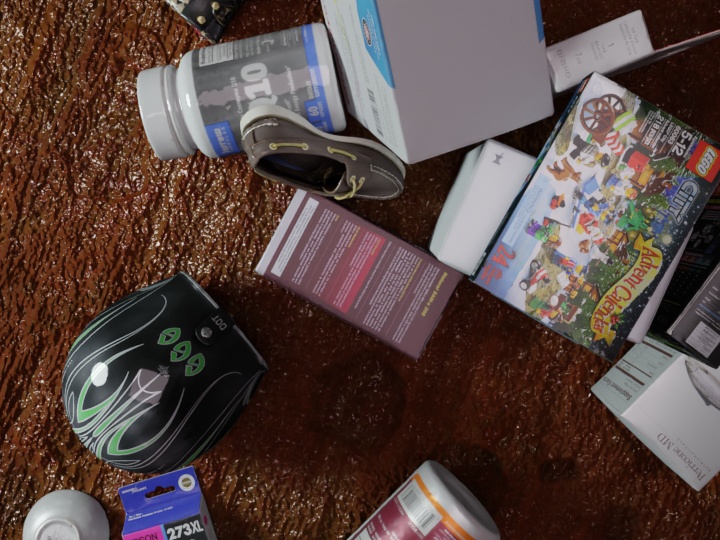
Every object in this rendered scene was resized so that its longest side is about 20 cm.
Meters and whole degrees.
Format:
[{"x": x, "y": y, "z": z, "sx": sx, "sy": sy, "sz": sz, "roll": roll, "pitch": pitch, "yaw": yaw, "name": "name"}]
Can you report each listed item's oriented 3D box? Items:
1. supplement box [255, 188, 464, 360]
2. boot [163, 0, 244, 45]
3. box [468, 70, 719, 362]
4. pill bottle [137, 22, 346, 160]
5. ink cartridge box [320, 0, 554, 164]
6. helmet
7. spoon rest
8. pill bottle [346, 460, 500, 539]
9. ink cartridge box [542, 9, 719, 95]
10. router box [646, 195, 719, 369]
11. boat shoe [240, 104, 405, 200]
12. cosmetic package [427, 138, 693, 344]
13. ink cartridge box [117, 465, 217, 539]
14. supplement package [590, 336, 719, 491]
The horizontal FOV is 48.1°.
[{"x": 0.000, "y": 0.000, "z": 0.877, "sx": 0.199, "sy": 0.061, "sz": 0.109, "roll": 29, "pitch": 95, "yaw": 0, "name": "supplement box"}, {"x": -0.115, "y": -0.303, "z": 0.854, "sx": 0.200, "sy": 0.073, "sz": 0.151, "roll": 40, "pitch": 93, "yaw": 3, "name": "boot"}, {"x": 0.200, "y": -0.044, "z": 0.680, "sx": 0.136, "sy": 0.038, "sz": 0.201, "roll": 29, "pitch": 94, "yaw": 0, "name": "box"}, {"x": -0.122, "y": -0.182, "z": 0.842, "sx": 0.199, "sy": 0.114, "sz": 0.115, "roll": -12, "pitch": 93, "yaw": 2, "name": "pill bottle"}, {"x": 0.062, "y": -0.213, "z": 0.751, "sx": 0.145, "sy": 0.200, "sz": 0.148, "roll": -19, "pitch": 118, "yaw": -8, "name": "ink cartridge box"}, {"x": -0.211, "y": 0.114, "z": 0.835, "sx": 0.191, "sy": 0.200, "sz": 0.200, "roll": -42, "pitch": 92, "yaw": -13, "name": "helmet"}, {"x": -0.345, "y": 0.352, "z": 0.918, "sx": 0.099, "sy": 0.061, "sz": 0.202, "roll": 8, "pitch": 81, "yaw": 0, "name": "spoon rest"}, {"x": 0.044, "y": 0.314, "z": 0.869, "sx": 0.114, "sy": 0.114, "sz": 0.200, "roll": 44, "pitch": 94, "yaw": -2, "name": "pill bottle"}, {"x": 0.244, "y": -0.211, "z": 0.788, "sx": 0.175, "sy": 0.200, "sz": 0.045, "roll": -21, "pitch": 96, "yaw": 2, "name": "ink cartridge box"}, {"x": 0.332, "y": 0.002, "z": 0.798, "sx": 0.062, "sy": 0.200, "sz": 0.150, "roll": 35, "pitch": 94, "yaw": -4, "name": "router box"}, {"x": -0.032, "y": -0.105, "z": 0.825, "sx": 0.072, "sy": 0.199, "sz": 0.060, "roll": -38, "pitch": 49, "yaw": 37, "name": "boat shoe"}, {"x": 0.182, "y": -0.032, "z": 0.801, "sx": 0.198, "sy": 0.200, "sz": 0.124, "roll": 23, "pitch": 94, "yaw": 1, "name": "cosmetic package"}, {"x": -0.207, "y": 0.333, "z": 0.918, "sx": 0.094, "sy": 0.037, "sz": 0.201, "roll": -17, "pitch": 91, "yaw": 2, "name": "ink cartridge box"}, {"x": 0.364, "y": 0.106, "z": 0.846, "sx": 0.117, "sy": 0.117, "sz": 0.200, "roll": 43, "pitch": 94, "yaw": -3, "name": "supplement package"}]
